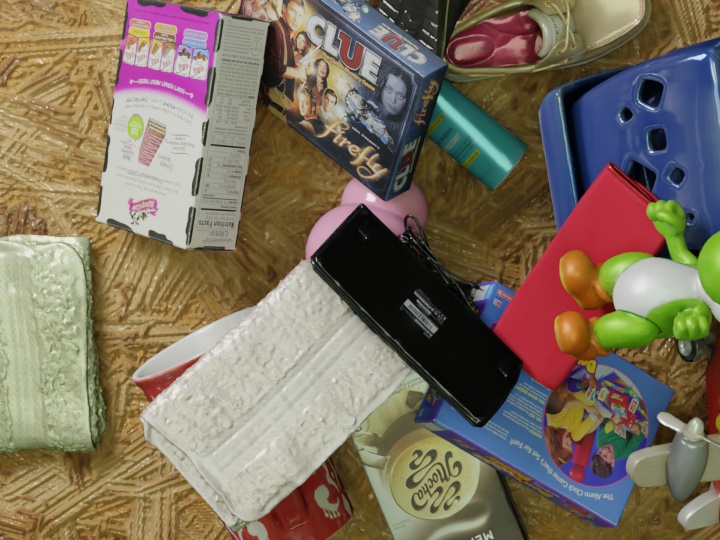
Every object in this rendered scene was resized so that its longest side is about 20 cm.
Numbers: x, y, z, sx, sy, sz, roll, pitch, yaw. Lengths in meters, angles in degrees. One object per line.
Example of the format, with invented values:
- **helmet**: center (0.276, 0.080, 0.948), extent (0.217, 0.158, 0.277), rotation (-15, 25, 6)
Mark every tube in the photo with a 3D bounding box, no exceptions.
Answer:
- **tube**: center (0.055, -0.152, 1.716), extent (0.200, 0.077, 0.051), rotation (39, 53, -3)

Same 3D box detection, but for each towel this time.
- **towel**: center (-0.070, 0.102, 1.590), extent (0.200, 0.034, 0.133), rotation (-44, 91, -8)
- **towel**: center (-0.308, 0.068, 1.770), extent (0.147, 0.036, 0.202), rotation (-3, 97, 4)

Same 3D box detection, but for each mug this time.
- **mug**: center (-0.103, 0.156, 1.708), extent (0.133, 0.178, 0.201), rotation (-23, 100, 19)

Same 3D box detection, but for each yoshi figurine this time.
- **yoshi figurine**: center (0.242, 0.008, 1.486), extent (0.198, 0.112, 0.113), rotation (-10, 103, 27)

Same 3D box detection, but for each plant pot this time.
- **plant pot**: center (0.262, -0.087, 1.635), extent (0.178, 0.200, 0.202), rotation (-6, 99, 32)

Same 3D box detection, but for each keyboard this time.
- **keyboard**: center (0.051, 0.035, 1.631), extent (0.200, 0.040, 0.104), rotation (46, 60, -3)

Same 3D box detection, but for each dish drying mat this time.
- **dish drying mat**: center (0.180, 0.008, 1.596), extent (0.077, 0.018, 0.201), rotation (42, 125, 14)

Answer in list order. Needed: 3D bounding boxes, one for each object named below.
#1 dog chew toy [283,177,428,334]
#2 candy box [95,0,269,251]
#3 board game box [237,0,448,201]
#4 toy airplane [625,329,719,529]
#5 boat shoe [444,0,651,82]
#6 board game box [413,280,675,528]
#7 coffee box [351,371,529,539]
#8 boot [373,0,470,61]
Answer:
- **dog chew toy**: center (0.000, 0.000, 1.697), extent (0.124, 0.125, 0.201), rotation (20, 69, 0)
- **candy box**: center (-0.154, -0.127, 1.691), extent (0.136, 0.061, 0.202), rotation (17, 100, 45)
- **board game box**: center (-0.024, -0.170, 1.655), extent (0.200, 0.034, 0.136), rotation (39, 135, 24)
- **toy airplane**: center (0.342, 0.148, 1.693), extent (0.199, 0.141, 0.201), rotation (43, 78, -26)
- **boat shoe**: center (0.158, -0.205, 1.698), extent (0.198, 0.069, 0.074), rotation (-17, 96, 5)
- **board game box**: center (0.161, 0.117, 1.700), extent (0.199, 0.045, 0.135), rotation (31, 74, -17)
- **coffee box**: center (0.066, 0.178, 1.743), extent (0.112, 0.080, 0.202), rotation (-23, 95, 4)
- **boot**: center (0.082, -0.232, 1.644), extent (0.077, 0.138, 0.201), rotation (39, 135, 23)
